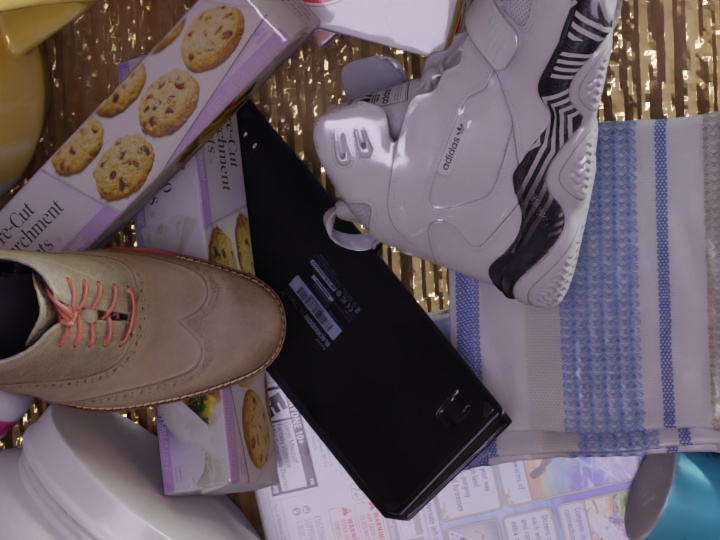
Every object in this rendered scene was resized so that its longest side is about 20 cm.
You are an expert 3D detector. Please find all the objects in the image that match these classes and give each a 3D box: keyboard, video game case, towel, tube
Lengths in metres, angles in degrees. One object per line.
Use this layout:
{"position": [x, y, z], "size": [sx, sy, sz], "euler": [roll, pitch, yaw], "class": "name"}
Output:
{"position": [0.000, 0.000, 1.046], "size": [0.127, 0.021, 0.200], "euler": [-46, 66, 17], "class": "keyboard"}
{"position": [0.049, 0.118, 1.085], "size": [0.180, 0.045, 0.201], "euler": [-13, 95, 7], "class": "video game case"}
{"position": [0.129, 0.007, 1.004], "size": [0.199, 0.024, 0.148], "euler": [-5, 83, 24], "class": "towel"}
{"position": [0.217, 0.128, 1.044], "size": [0.199, 0.077, 0.051], "euler": [20, 68, -10], "class": "tube"}

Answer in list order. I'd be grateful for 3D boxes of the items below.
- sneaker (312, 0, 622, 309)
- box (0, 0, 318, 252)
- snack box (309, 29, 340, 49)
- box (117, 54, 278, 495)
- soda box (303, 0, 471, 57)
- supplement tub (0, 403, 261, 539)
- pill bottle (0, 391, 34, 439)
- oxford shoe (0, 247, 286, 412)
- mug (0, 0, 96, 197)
{"position": [0.044, -0.082, 0.951], "size": [0.114, 0.075, 0.201], "euler": [10, 119, 7], "class": "sneaker"}
{"position": [-0.099, -0.053, 1.009], "size": [0.041, 0.039, 0.200], "euler": [48, 117, 1], "class": "box"}
{"position": [0.037, -0.190, 1.057], "size": [0.200, 0.024, 0.072], "euler": [-39, 91, 9], "class": "snack box"}
{"position": [-0.073, 0.001, 1.052], "size": [0.039, 0.041, 0.201], "euler": [-13, 78, 29], "class": "box"}
{"position": [-0.047, -0.150, 1.026], "size": [0.199, 0.064, 0.068], "euler": [15, 100, 4], "class": "soda box"}
{"position": [-0.149, 0.173, 1.060], "size": [0.145, 0.145, 0.200], "euler": [38, 99, -1], "class": "supplement tub"}
{"position": [-0.255, 0.087, 1.074], "size": [0.200, 0.113, 0.113], "euler": [-44, 92, 9], "class": "pill bottle"}
{"position": [-0.119, 0.025, 0.966], "size": [0.199, 0.075, 0.071], "euler": [0, 88, -21], "class": "oxford shoe"}
{"position": [-0.202, -0.073, 1.009], "size": [0.186, 0.153, 0.150], "euler": [14, 107, 34], "class": "mug"}
